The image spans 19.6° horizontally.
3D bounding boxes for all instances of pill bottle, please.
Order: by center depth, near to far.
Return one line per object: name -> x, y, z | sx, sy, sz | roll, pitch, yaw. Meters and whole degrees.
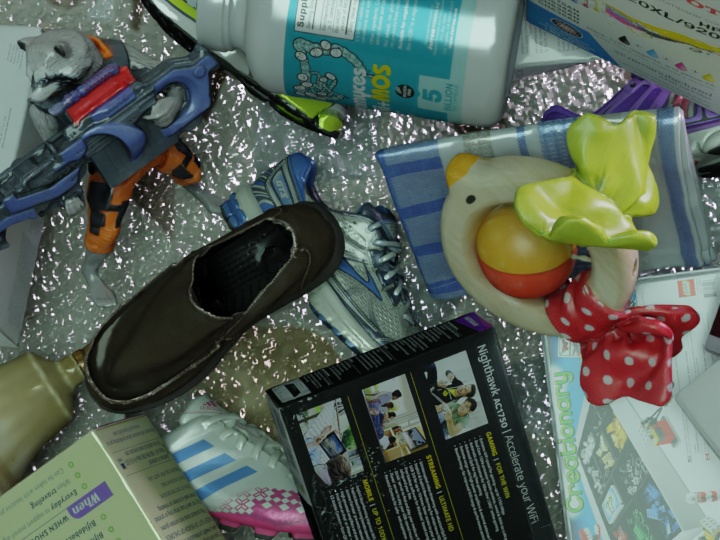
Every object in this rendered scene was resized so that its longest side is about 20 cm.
pill bottle -> 0.000, -0.159, 1.315 | 0.199, 0.111, 0.112 | 10, 89, 7

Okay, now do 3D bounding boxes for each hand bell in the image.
hand bell -> -0.181, 0.059, 1.412 | 0.199, 0.104, 0.104 | -34, 84, -6

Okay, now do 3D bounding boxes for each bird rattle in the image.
bird rattle -> 0.129, -0.010, 1.298 | 0.162, 0.201, 0.113 | 14, 53, 25

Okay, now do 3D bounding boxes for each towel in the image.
towel -> 0.122, -0.040, 1.337 | 0.199, 0.147, 0.024 | -7, 49, 13

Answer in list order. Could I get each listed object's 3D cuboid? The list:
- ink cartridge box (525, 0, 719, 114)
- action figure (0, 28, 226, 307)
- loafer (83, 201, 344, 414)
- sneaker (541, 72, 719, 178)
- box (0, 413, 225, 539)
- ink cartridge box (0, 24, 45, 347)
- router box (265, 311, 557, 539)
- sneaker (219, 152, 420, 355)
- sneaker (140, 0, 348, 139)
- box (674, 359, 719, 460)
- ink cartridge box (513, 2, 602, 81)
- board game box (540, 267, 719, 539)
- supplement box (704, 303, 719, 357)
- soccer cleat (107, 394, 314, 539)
ink cartridge box -> 0.191, -0.211, 1.244 | 0.147, 0.200, 0.145 | 27, 81, 10
action figure -> -0.182, -0.071, 1.342 | 0.199, 0.194, 0.105 | -31, 44, -16
loafer -> -0.105, 0.018, 1.339 | 0.200, 0.071, 0.073 | -39, 74, 11
sneaker -> 0.211, -0.104, 1.357 | 0.199, 0.081, 0.084 | -13, 75, 5
box -> -0.167, 0.225, 1.335 | 0.176, 0.097, 0.201 | -35, 83, 14
ink cartridge box -> -0.302, -0.063, 1.398 | 0.174, 0.084, 0.201 | 6, 71, 11
router box -> 0.040, 0.147, 1.336 | 0.148, 0.051, 0.201 | -19, 104, -9
sneaker -> 0.000, 0.000, 1.384 | 0.200, 0.077, 0.085 | 45, 90, 7
sneaker -> -0.077, -0.173, 1.410 | 0.200, 0.074, 0.081 | 36, 84, 2
box -> 0.310, 0.109, 1.261 | 0.152, 0.200, 0.106 | -39, 43, 5
ink cartridge box -> 0.118, -0.210, 1.386 | 0.199, 0.050, 0.162 | -4, 84, 6
board game box -> 0.190, 0.105, 1.370 | 0.125, 0.035, 0.201 | -7, 87, 8
supplement box -> 0.302, -0.026, 1.314 | 0.061, 0.108, 0.201 | 22, 95, 50
soccer cleat -> -0.082, 0.130, 1.392 | 0.199, 0.070, 0.087 | 7, 89, 9
